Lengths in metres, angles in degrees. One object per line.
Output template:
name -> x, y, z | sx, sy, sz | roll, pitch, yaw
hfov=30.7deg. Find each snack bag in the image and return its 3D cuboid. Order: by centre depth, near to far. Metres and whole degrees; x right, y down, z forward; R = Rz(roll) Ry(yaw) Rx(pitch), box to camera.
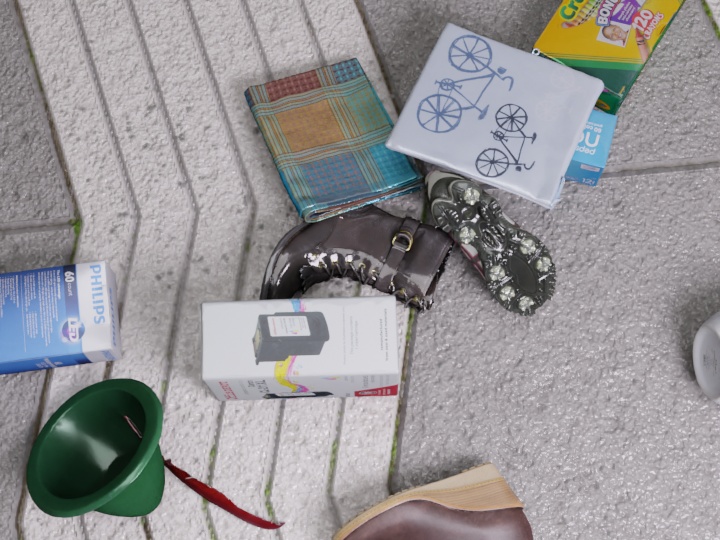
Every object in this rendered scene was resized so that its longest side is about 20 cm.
snack bag -> 0.151, -0.172, 1.432 | 0.200, 0.021, 0.189 | 21, 63, 9

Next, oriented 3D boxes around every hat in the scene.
hat -> -0.231, 0.234, 1.394 | 0.166, 0.176, 0.200 | -45, 40, -9

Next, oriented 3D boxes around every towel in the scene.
towel -> -0.033, -0.150, 1.471 | 0.147, 0.022, 0.200 | -18, 59, -13

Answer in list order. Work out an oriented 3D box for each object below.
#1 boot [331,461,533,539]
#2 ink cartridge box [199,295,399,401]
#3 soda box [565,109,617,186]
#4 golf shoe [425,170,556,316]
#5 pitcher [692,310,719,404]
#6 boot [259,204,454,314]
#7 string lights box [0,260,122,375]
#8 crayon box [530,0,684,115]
boot -> 0.087, 0.302, 1.340 | 0.200, 0.072, 0.166 | -20, 72, -9
ink cartridge box -> -0.061, 0.084, 1.369 | 0.200, 0.146, 0.083 | -2, 76, 1
soda box -> 0.182, -0.160, 1.482 | 0.200, 0.064, 0.068 | 16, 74, 5
golf shoe -> 0.142, -0.036, 1.415 | 0.077, 0.088, 0.200 | -39, 120, 3
pitcher -> 0.461, 0.111, 1.379 | 0.200, 0.121, 0.172 | -5, 88, -12
boot -> 0.000, 0.000, 1.434 | 0.174, 0.069, 0.200 | 29, 74, 10
string lights box -> -0.367, 0.056, 1.427 | 0.200, 0.059, 0.103 | -7, 74, -1
crayon box -> 0.295, -0.294, 1.523 | 0.119, 0.058, 0.200 | 31, 76, 9
